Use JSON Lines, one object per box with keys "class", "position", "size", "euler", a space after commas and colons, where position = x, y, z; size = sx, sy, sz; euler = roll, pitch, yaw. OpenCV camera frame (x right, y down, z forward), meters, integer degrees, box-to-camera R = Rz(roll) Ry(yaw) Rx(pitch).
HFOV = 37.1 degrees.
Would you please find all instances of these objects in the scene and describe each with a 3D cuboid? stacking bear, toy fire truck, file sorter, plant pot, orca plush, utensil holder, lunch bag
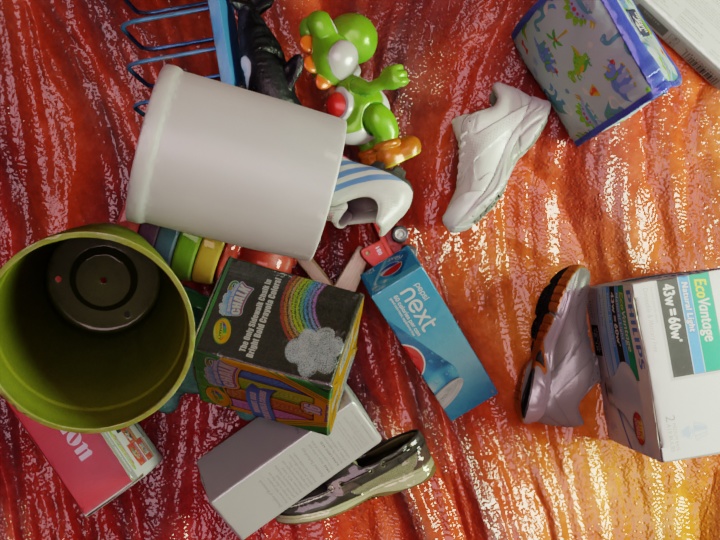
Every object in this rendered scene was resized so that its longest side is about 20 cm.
{"class": "stacking bear", "position": [-0.174, -0.029, 1.239], "size": [0.199, 0.122, 0.114], "euler": [21, 118, -1]}
{"class": "toy fire truck", "position": [0.000, 0.000, 1.292], "size": [0.141, 0.049, 0.201], "euler": [-25, 89, -2]}
{"class": "file sorter", "position": [-0.210, -0.281, 1.255], "size": [0.122, 0.139, 0.201], "euler": [-10, 88, 2]}
{"class": "plant pot", "position": [-0.271, 0.034, 1.099], "size": [0.200, 0.193, 0.201], "euler": [-3, 107, -8]}
{"class": "orca plush", "position": [-0.088, -0.233, 1.237], "size": [0.071, 0.105, 0.201], "euler": [-20, 65, 28]}
{"class": "utensil holder", "position": [-0.129, -0.111, 1.133], "size": [0.199, 0.170, 0.171], "euler": [14, 87, -7]}
{"class": "lunch bag", "position": [0.275, -0.254, 1.237], "size": [0.127, 0.200, 0.170], "euler": [-32, 88, -3]}

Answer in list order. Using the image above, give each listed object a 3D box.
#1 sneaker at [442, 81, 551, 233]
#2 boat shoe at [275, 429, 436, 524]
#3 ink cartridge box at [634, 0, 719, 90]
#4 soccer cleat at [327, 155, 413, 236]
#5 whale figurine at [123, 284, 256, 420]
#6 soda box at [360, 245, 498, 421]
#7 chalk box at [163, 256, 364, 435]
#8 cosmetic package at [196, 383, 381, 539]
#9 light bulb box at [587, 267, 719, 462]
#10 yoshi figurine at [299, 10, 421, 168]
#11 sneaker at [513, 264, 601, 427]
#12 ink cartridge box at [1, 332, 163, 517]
{"class": "sneaker", "position": [0.143, -0.139, 1.298], "size": [0.099, 0.078, 0.200], "euler": [32, 78, 6]}
{"class": "boat shoe", "position": [-0.012, 0.241, 1.268], "size": [0.199, 0.073, 0.065], "euler": [-18, 101, -12]}
{"class": "ink cartridge box", "position": [0.453, -0.350, 1.330], "size": [0.162, 0.050, 0.200], "euler": [43, 79, 1]}
{"class": "soccer cleat", "position": [-0.037, -0.097, 1.248], "size": [0.199, 0.070, 0.086], "euler": [18, 63, 27]}
{"class": "whale figurine", "position": [-0.193, 0.099, 1.254], "size": [0.200, 0.104, 0.159], "euler": [33, 87, -2]}
{"class": "soda box", "position": [0.081, 0.075, 1.241], "size": [0.068, 0.064, 0.200], "euler": [-31, 116, 3]}
{"class": "chalk box", "position": [-0.110, 0.078, 1.169], "size": [0.199, 0.124, 0.125], "euler": [16, 57, 7]}
{"class": "cosmetic package", "position": [-0.084, 0.210, 1.247], "size": [0.200, 0.102, 0.074], "euler": [-36, 116, -1]}
{"class": "light bulb box", "position": [0.354, 0.102, 1.224], "size": [0.124, 0.200, 0.199], "euler": [-9, 88, -2]}
{"class": "yoshi figurine", "position": [0.006, -0.222, 1.268], "size": [0.112, 0.112, 0.200], "euler": [-25, 100, 19]}
{"class": "sneaker", "position": [0.253, 0.094, 1.292], "size": [0.092, 0.076, 0.201], "euler": [15, 95, -9]}
{"class": "ink cartridge box", "position": [-0.325, 0.167, 1.211], "size": [0.084, 0.176, 0.200], "euler": [-35, 89, -2]}
